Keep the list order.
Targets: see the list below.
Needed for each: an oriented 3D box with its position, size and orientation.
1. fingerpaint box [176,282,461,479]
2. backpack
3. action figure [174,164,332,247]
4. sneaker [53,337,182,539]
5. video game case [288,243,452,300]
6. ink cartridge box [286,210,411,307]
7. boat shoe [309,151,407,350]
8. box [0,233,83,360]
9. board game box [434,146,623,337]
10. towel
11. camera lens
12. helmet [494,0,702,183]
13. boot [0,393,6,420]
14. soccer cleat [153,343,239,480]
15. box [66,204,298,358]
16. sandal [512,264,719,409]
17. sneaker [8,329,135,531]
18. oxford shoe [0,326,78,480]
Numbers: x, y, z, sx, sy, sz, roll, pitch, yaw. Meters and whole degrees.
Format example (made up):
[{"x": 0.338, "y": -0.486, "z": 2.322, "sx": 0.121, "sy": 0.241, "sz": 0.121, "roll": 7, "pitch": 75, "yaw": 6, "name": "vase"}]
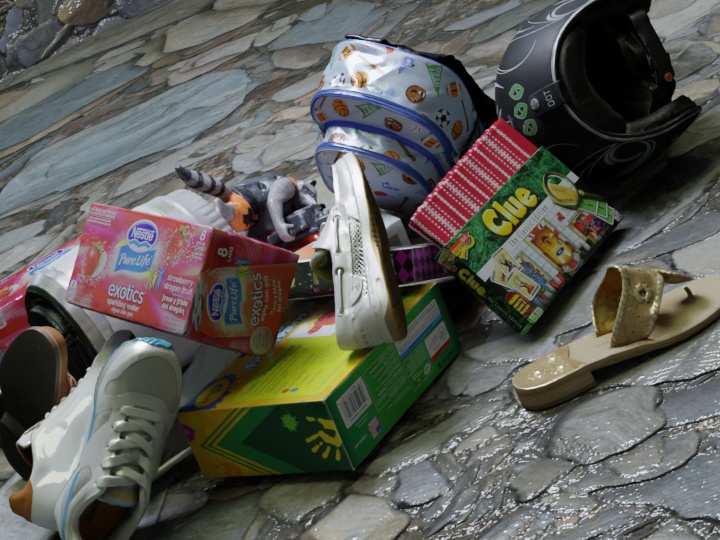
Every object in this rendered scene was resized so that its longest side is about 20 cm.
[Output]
[{"x": -0.033, "y": 0.096, "z": 1.600, "sx": 0.166, "sy": 0.074, "sz": 0.200, "roll": -8, "pitch": 24, "yaw": 36, "name": "fingerpaint box"}, {"x": 0.032, "y": -0.153, "z": 1.932, "sx": 0.198, "sy": 0.191, "sz": 0.155, "roll": 10, "pitch": 61, "yaw": 19, "name": "backpack"}, {"x": -0.108, "y": -0.074, "z": 2.004, "sx": 0.199, "sy": 0.106, "sz": 0.193, "roll": -17, "pitch": -5, "yaw": 42, "name": "action figure"}, {"x": -0.194, "y": 0.153, "z": 1.533, "sx": 0.076, "sy": 0.201, "sz": 0.081, "roll": 14, "pitch": 15, "yaw": -23, "name": "sneaker"}, {"x": 0.000, "y": 0.000, "z": 1.717, "sx": 0.180, "sy": 0.036, "sz": 0.200, "roll": -7, "pitch": 1, "yaw": 22, "name": "video game case"}, {"x": -0.052, "y": -0.019, "z": 1.944, "sx": 0.161, "sy": 0.050, "sz": 0.200, "roll": -29, "pitch": 24, "yaw": -13, "name": "ink cartridge box"}, {"x": -0.012, "y": -0.018, "z": 1.570, "sx": 0.069, "sy": 0.071, "sz": 0.201, "roll": -18, "pitch": 48, "yaw": 9, "name": "boat shoe"}, {"x": -0.320, "y": 0.035, "z": 2.038, "sx": 0.199, "sy": 0.100, "sz": 0.095, "roll": -33, "pitch": 22, "yaw": -20, "name": "box"}, {"x": 0.155, "y": -0.030, "z": 1.661, "sx": 0.200, "sy": 0.105, "sz": 0.024, "roll": -45, "pitch": -9, "yaw": -46, "name": "board game box"}, {"x": 0.141, "y": -0.049, "z": 1.700, "sx": 0.200, "sy": 0.144, "sz": 0.023, "roll": -47, "pitch": -5, "yaw": -47, "name": "towel"}, {"x": -0.222, "y": 0.031, "z": 1.846, "sx": 0.199, "sy": 0.161, "sz": 0.160, "roll": -35, "pitch": 23, "yaw": -25, "name": "camera lens"}, {"x": 0.229, "y": -0.179, "z": 1.821, "sx": 0.199, "sy": 0.201, "sz": 0.191, "roll": -30, "pitch": 0, "yaw": -16, "name": "helmet"}, {"x": -0.375, "y": 0.124, "z": 1.942, "sx": 0.199, "sy": 0.073, "sz": 0.144, "roll": -7, "pitch": 21, "yaw": 37, "name": "boot"}, {"x": -0.141, "y": 0.117, "z": 1.653, "sx": 0.200, "sy": 0.069, "sz": 0.078, "roll": -47, "pitch": 9, "yaw": -16, "name": "soccer cleat"}, {"x": -0.158, "y": 0.007, "z": 1.614, "sx": 0.099, "sy": 0.096, "sz": 0.199, "roll": 17, "pitch": -3, "yaw": -39, "name": "box"}, {"x": 0.209, "y": 0.031, "z": 1.491, "sx": 0.211, "sy": 0.070, "sz": 0.078, "roll": -29, "pitch": 21, "yaw": -12, "name": "sandal"}, {"x": -0.259, "y": 0.134, "z": 1.647, "sx": 0.084, "sy": 0.073, "sz": 0.201, "roll": 11, "pitch": 57, "yaw": 10, "name": "sneaker"}, {"x": -0.292, "y": 0.112, "z": 1.727, "sx": 0.071, "sy": 0.201, "sz": 0.071, "roll": -33, "pitch": 66, "yaw": -34, "name": "oxford shoe"}]
